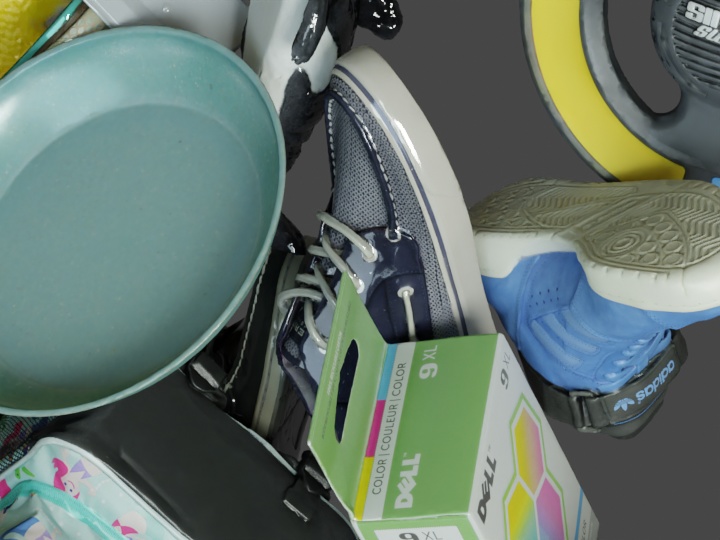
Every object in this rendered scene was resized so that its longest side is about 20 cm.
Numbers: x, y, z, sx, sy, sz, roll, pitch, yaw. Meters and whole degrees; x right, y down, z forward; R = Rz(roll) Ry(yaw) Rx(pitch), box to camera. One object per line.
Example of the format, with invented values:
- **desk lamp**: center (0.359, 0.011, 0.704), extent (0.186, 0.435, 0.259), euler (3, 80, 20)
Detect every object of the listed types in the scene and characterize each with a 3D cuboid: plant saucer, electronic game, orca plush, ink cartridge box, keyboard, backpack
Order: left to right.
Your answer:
- **keyboard**: center (-0.134, -0.170, 1.338), extent (0.200, 0.056, 0.011), euler (46, 160, -4)
- **backpack**: center (-0.123, 0.147, 1.351), extent (0.178, 0.151, 0.200), euler (42, 143, -14)
- **plant saucer**: center (-0.117, -0.018, 1.292), extent (0.200, 0.200, 0.036), euler (-6, 150, 24)
- **orca plush**: center (-0.011, -0.105, 1.303), extent (0.071, 0.105, 0.200), euler (3, 103, -19)
- **ink cartridge box**: center (0.045, 0.098, 1.270), extent (0.059, 0.104, 0.200), euler (-7, 136, 22)
- **electronic game**: center (0.166, -0.108, 1.247), extent (0.200, 0.042, 0.200), euler (9, 116, 18)

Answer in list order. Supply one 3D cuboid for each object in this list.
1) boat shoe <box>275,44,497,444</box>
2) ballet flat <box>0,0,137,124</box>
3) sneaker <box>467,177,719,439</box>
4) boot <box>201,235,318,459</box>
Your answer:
- **boat shoe**: center (0.000, 0.000, 1.293), extent (0.093, 0.075, 0.200), euler (-29, 124, -14)
- **ballet flat**: center (-0.173, -0.061, 1.394), extent (0.062, 0.067, 0.200), euler (45, 122, -11)
- **sneaker**: center (0.125, 0.023, 1.270), extent (0.200, 0.077, 0.111), euler (7, 128, 58)
- **boot**: center (-0.101, 0.050, 1.408), extent (0.154, 0.073, 0.204), euler (22, 126, 11)
